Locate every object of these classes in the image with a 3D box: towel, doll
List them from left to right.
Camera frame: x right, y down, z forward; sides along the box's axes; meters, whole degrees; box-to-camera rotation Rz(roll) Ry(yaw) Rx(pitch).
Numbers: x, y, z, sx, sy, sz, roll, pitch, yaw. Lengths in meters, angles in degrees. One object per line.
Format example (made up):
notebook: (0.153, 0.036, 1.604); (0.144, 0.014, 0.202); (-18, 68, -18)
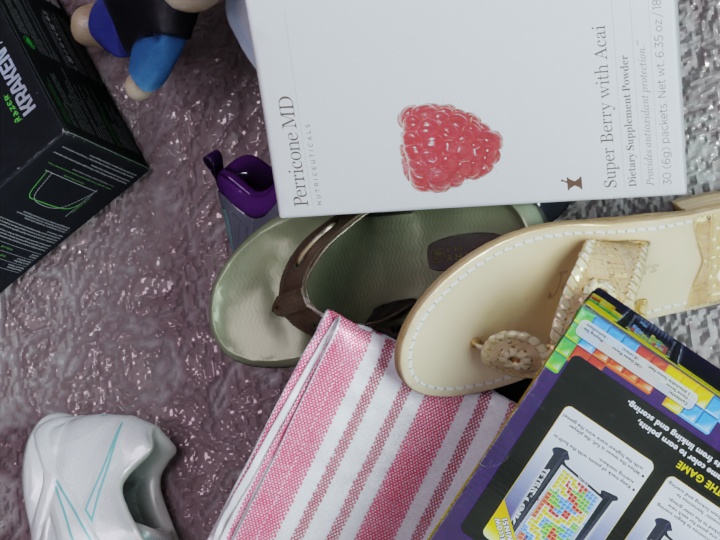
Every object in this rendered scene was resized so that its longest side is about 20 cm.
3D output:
doll: (-0.119, -0.162, 1.188); (0.200, 0.048, 0.138); (-164, 75, -69)
towel: (0.039, 0.124, 1.070); (0.199, 0.030, 0.147); (26, 100, -6)

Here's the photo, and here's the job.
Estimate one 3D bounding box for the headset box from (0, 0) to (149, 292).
headset box: (-0.255, -0.077, 1.287); (0.200, 0.093, 0.175); (-37, 64, 16)

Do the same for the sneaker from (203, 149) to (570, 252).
sneaker: (0.009, -0.042, 1.137); (0.199, 0.074, 0.088); (-13, 109, 24)

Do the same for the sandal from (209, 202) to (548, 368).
sandal: (0.000, -0.001, 1.084); (0.200, 0.057, 0.080); (-16, 86, 33)

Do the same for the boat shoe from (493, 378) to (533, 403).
boat shoe: (0.062, 0.057, 1.113); (0.200, 0.076, 0.074); (-43, 32, 9)

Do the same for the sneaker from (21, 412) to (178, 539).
sneaker: (-0.143, 0.174, 1.187); (0.080, 0.070, 0.202); (-6, 75, 23)

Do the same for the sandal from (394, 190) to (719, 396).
sandal: (0.123, 0.017, 1.020); (0.210, 0.078, 0.070); (-18, 30, -20)

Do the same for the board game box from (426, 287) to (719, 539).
board game box: (0.140, 0.133, 0.969); (0.199, 0.057, 0.166); (35, 105, 7)

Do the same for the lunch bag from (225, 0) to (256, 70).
lunch bag: (0.012, -0.187, 1.159); (0.169, 0.127, 0.201); (-17, 83, 23)

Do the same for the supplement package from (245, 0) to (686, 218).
supplement package: (0.056, -0.108, 1.052); (0.198, 0.120, 0.122); (-3, 119, 10)
